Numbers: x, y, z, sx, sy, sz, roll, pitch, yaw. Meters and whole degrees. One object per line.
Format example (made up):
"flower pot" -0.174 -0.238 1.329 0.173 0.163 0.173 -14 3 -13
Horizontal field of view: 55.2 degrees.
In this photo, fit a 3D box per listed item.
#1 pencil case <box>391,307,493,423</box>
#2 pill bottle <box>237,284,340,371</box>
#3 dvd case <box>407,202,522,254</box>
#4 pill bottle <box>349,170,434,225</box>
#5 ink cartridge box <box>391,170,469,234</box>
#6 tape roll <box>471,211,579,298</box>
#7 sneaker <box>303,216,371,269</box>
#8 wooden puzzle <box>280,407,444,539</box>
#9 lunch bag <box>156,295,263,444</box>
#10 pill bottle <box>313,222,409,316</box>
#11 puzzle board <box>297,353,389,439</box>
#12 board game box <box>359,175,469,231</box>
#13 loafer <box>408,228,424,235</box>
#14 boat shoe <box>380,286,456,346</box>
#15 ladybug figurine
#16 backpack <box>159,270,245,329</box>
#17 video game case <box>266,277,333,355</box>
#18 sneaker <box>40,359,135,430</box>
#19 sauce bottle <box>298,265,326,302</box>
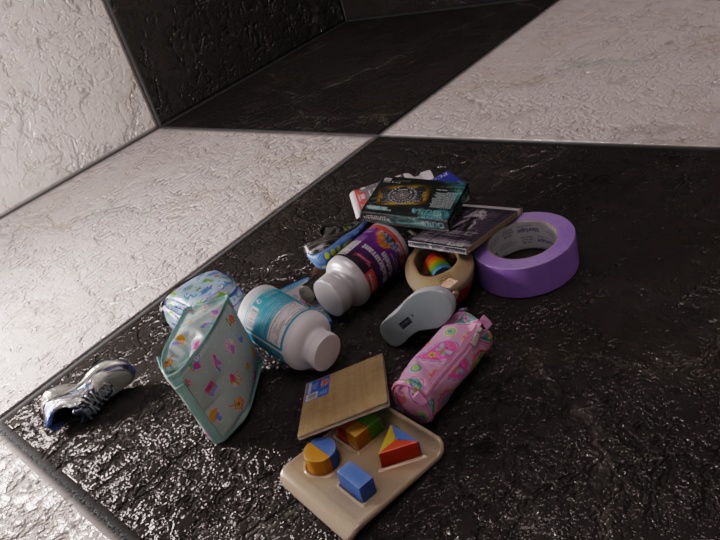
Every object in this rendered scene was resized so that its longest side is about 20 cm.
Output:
"pencil case" 0.134 0.149 1.099 0.086 0.089 0.199 13 43 43
"pill bottle" -0.129 0.111 1.271 0.198 0.113 0.110 26 50 36
"dvd case" 0.209 -0.086 1.367 0.147 0.016 0.199 10 34 44
"pill bottle" 0.081 -0.157 1.598 0.196 0.118 0.117 -19 29 1
"ink cartridge box" 0.129 -0.144 1.495 0.197 0.045 0.094 -27 30 -7
"tape roll" 0.313 -0.033 1.315 0.195 0.067 0.202 -15 30 9
"sneaker" -0.043 -0.077 1.456 0.082 0.072 0.198 36 48 21
"wooden puzzle" -0.003 0.274 1.013 0.199 0.047 0.183 -36 34 -27
"lunch bag" -0.263 0.175 1.199 0.119 0.173 0.202 -15 31 18
"pill bottle" 0.000 0.000 1.393 0.110 0.113 0.199 13 43 43
"puzzle board" -0.025 0.204 1.122 0.148 0.018 0.200 -23 13 5
"board game box" 0.111 -0.141 1.423 0.196 0.029 0.136 9 45 27
"loafer" 0.156 -0.072 1.475 0.069 0.071 0.200 -36 29 -4
"boat shoe" 0.112 0.060 1.202 0.091 0.071 0.200 -42 3 -38
"ladybug figurine" 0.156 0.009 1.324 0.133 0.073 0.201 -23 29 6
"backpack" -0.314 0.077 1.441 0.161 0.157 0.199 -28 43 -30
"video game case" -0.146 0.090 1.425 0.140 0.018 0.200 -24 30 -7
"sneaker" -0.525 0.251 1.341 0.197 0.078 0.086 -28 40 -1
"sauce bottle" -0.063 0.000 1.468 0.063 0.066 0.200 2 33 32
